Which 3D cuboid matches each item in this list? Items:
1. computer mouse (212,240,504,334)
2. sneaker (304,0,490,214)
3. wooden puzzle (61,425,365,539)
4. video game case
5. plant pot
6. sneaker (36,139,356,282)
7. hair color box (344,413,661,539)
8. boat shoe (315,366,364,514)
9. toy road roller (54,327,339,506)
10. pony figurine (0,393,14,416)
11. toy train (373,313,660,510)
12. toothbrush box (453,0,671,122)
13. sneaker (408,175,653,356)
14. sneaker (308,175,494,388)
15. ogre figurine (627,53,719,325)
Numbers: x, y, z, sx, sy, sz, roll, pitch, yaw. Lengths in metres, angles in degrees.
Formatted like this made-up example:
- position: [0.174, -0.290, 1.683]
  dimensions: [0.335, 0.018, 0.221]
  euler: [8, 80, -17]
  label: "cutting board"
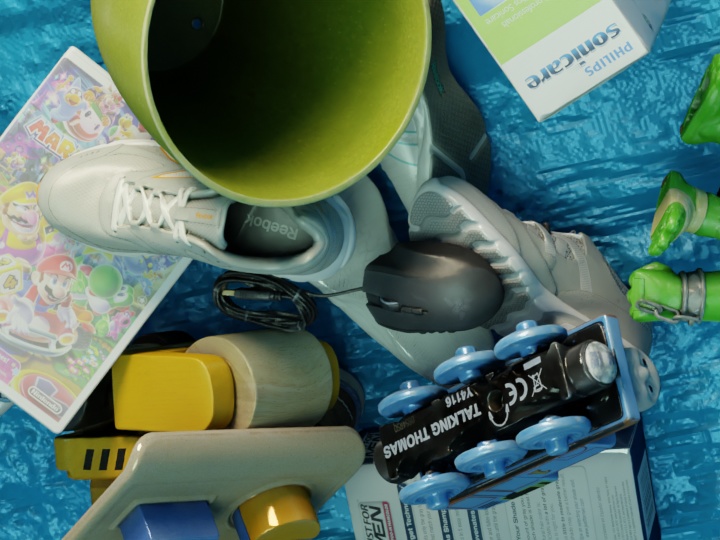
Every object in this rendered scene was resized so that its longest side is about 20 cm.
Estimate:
- position: [-0.005, 0.017, 1.623]
  dimensions: [0.199, 0.034, 0.059]
  euler: [-5, 123, 26]
  label: "computer mouse"
- position: [0.025, -0.105, 1.656]
  dimensions: [0.080, 0.070, 0.201]
  euler: [2, 119, 39]
  label: "sneaker"
- position: [-0.108, 0.178, 1.665]
  dimensions: [0.200, 0.185, 0.046]
  euler: [-52, 52, 36]
  label: "wooden puzzle"
- position: [-0.186, -0.019, 1.637]
  dimensions: [0.143, 0.018, 0.200]
  euler: [38, 88, -9]
  label: "video game case"
- position: [-0.085, -0.149, 1.578]
  dimensions: [0.186, 0.200, 0.188]
  euler: [-7, 105, -26]
  label: "plant pot"
- position: [-0.104, -0.038, 1.580]
  dimensions: [0.199, 0.092, 0.076]
  euler: [7, 93, 7]
  label: "sneaker"
- position: [0.095, 0.155, 1.746]
  dimensions: [0.199, 0.061, 0.101]
  euler: [-5, 111, 16]
  label: "hair color box"
- position: [-0.063, 0.157, 1.781]
  dimensions: [0.072, 0.072, 0.201]
  euler: [24, 117, 3]
  label: "boat shoe"
- position: [-0.113, 0.115, 1.708]
  dimensions: [0.199, 0.123, 0.147]
  euler: [-4, 92, 40]
  label: "toy road roller"
- position: [-0.280, 0.022, 1.753]
  dimensions: [0.193, 0.167, 0.200]
  euler: [31, 121, -32]
  label: "pony figurine"
- position: [0.098, 0.090, 1.613]
  dimensions: [0.200, 0.114, 0.087]
  euler: [-29, 67, 41]
  label: "toy train"
- position: [0.094, -0.210, 1.539]
  dimensions: [0.086, 0.146, 0.200]
  euler: [-33, 102, 24]
  label: "toothbrush box"
- position: [0.110, 0.001, 1.652]
  dimensions: [0.200, 0.082, 0.075]
  euler: [42, 143, -24]
  label: "sneaker"
- position: [0.000, 0.000, 1.696]
  dimensions: [0.075, 0.088, 0.200]
  euler: [-41, 97, -10]
  label: "sneaker"
- position: [0.249, -0.052, 1.595]
  dimensions: [0.119, 0.201, 0.098]
  euler: [20, 161, -6]
  label: "ogre figurine"
